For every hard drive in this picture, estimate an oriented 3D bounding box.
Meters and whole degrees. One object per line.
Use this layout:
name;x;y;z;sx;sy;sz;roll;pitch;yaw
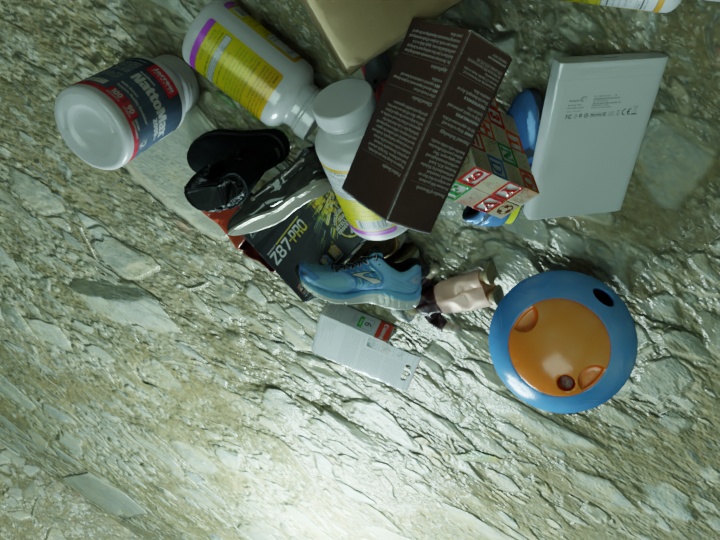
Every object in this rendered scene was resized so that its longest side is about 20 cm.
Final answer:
hard drive;0.280;-0.159;0.709;0.131;0.027;0.201;-6;127;-8

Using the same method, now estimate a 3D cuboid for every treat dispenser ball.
treat dispenser ball;0.285;0.101;0.827;0.200;0.201;0.201;13;129;16

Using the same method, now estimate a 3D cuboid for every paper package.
paper package;0.013;-0.353;0.633;0.190;0.104;0.200;-29;112;12

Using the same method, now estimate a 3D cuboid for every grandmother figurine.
grandmother figurine;0.134;0.048;0.958;0.199;0.060;0.122;-14;90;36

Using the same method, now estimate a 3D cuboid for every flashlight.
flashlight;0.006;-0.280;0.761;0.067;0.068;0.200;-23;112;8

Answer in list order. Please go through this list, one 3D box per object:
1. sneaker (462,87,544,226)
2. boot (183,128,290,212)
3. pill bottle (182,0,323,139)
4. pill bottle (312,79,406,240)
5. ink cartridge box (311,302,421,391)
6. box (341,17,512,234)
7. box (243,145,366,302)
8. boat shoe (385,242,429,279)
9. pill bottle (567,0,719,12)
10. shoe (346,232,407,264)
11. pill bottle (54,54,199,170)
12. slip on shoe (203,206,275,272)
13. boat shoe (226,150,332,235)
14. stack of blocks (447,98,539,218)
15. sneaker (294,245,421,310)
sneaker;0.183;-0.141;0.764;0.078;0.066;0.201;-2;132;-11
boot;-0.224;-0.154;0.890;0.199;0.168;0.077;-1;123;26
pill bottle;-0.137;-0.271;0.801;0.200;0.104;0.104;38;132;-5
pill bottle;0.007;-0.138;0.742;0.104;0.105;0.200;3;144;23
ink cartridge box;0.013;0.141;1.087;0.199;0.050;0.109;22;131;7
box;0.066;-0.152;0.619;0.075;0.100;0.201;14;108;-38
box;-0.077;-0.071;0.921;0.161;0.049;0.200;48;121;7
boat shoe;0.027;0.022;0.971;0.201;0.072;0.066;-29;105;36
pill bottle;0.264;-0.321;0.574;0.199;0.109;0.110;14;130;14
shoe;-0.011;-0.030;0.960;0.199;0.053;0.070;-15;99;32
pill bottle;-0.328;-0.243;0.848;0.119;0.200;0.120;12;130;15
slip on shoe;-0.205;-0.069;1.019;0.200;0.061;0.074;38;133;-5
boat shoe;-0.126;-0.113;0.873;0.200;0.067;0.057;-24;78;26
stack of blocks;0.130;-0.172;0.694;0.115;0.201;0.059;12;147;-37
sneaker;0.000;0.000;0.875;0.199;0.078;0.090;5;111;-17
